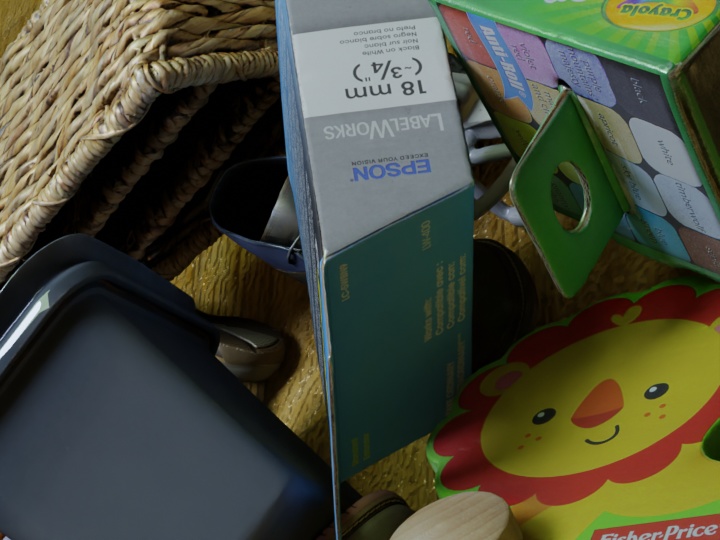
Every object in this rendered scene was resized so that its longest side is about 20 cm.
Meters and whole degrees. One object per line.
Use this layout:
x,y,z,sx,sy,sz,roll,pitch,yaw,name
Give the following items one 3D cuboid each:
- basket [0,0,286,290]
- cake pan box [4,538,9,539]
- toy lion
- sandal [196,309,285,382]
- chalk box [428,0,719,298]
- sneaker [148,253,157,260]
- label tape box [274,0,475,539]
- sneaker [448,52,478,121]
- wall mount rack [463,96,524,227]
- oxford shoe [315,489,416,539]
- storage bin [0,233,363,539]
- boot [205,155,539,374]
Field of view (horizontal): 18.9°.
-0.098,-0.057,1.056,0.200,0.143,0.149,-46,36,32,basket
-0.151,0.150,1.084,0.200,0.052,0.184,-18,40,47,cake pan box
0.108,0.064,0.757,0.200,0.069,0.192,-12,28,33,toy lion
-0.111,0.044,1.143,0.200,0.080,0.054,13,104,52,sandal
0.119,-0.082,0.798,0.200,0.124,0.124,-46,43,-17,chalk box
-0.185,0.024,1.264,0.088,0.075,0.200,-12,46,52,sneaker
0.009,-0.009,0.831,0.063,0.144,0.200,-7,52,-3,label tape box
0.013,-0.074,1.008,0.079,0.074,0.200,-59,-14,2,sneaker
0.121,-0.085,0.933,0.174,0.075,0.200,-2,55,61,wall mount rack
-0.009,0.176,0.837,0.074,0.071,0.200,11,57,27,oxford shoe
-0.086,0.093,0.885,0.146,0.134,0.200,-52,-17,-1,storage bin
0.000,0.000,0.969,0.200,0.097,0.075,26,94,64,boot
